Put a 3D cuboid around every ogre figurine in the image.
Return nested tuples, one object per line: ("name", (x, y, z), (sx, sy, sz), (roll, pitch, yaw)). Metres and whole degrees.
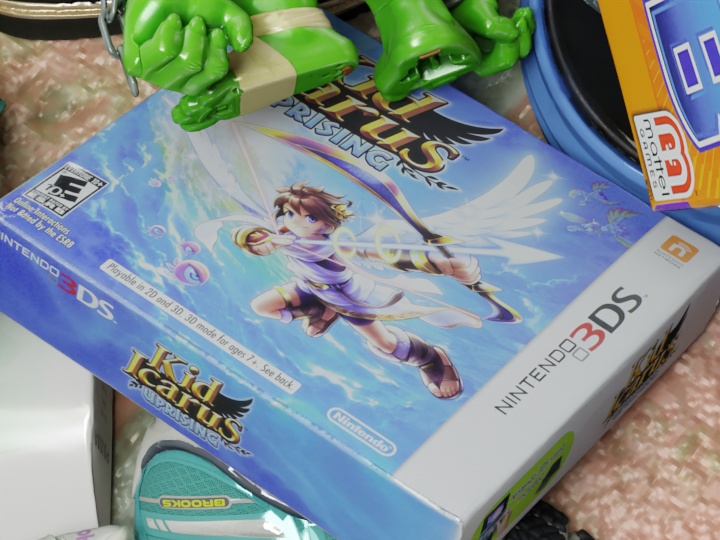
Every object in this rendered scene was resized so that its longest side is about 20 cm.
("ogre figurine", (-0.020, -0.119, 0.861), (0.200, 0.098, 0.120), (-13, 80, -32))

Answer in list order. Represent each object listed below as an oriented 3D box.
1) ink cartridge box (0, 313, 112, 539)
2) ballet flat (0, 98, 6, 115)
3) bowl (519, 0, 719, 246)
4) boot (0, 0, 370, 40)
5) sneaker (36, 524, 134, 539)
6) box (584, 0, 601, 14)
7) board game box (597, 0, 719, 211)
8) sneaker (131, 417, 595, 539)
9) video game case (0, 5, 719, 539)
("ink cartridge box", (-0.171, 0.086, 0.913), (0.161, 0.050, 0.200), (-4, 66, 7))
("ballet flat", (-0.169, -0.036, 0.891), (0.071, 0.200, 0.071), (-1, 112, -2))
("bowl", (0.158, -0.100, 0.939), (0.200, 0.039, 0.201), (-3, 68, 7))
("boot", (-0.064, -0.147, 0.937), (0.200, 0.138, 0.078), (-12, 67, 2))
("sneaker", (-0.075, 0.178, 0.838), (0.100, 0.075, 0.200), (-26, 77, -2))
("box", (0.096, -0.192, 0.937), (0.160, 0.044, 0.200), (-36, 56, -18))
("board game box", (0.193, -0.143, 0.778), (0.200, 0.200, 0.200), (-17, 94, -19))
("sneaker", (0.013, 0.105, 0.875), (0.200, 0.078, 0.080), (23, 103, 12))
("video game case", (0.000, 0.000, 0.874), (0.200, 0.045, 0.181), (32, 44, 18))
